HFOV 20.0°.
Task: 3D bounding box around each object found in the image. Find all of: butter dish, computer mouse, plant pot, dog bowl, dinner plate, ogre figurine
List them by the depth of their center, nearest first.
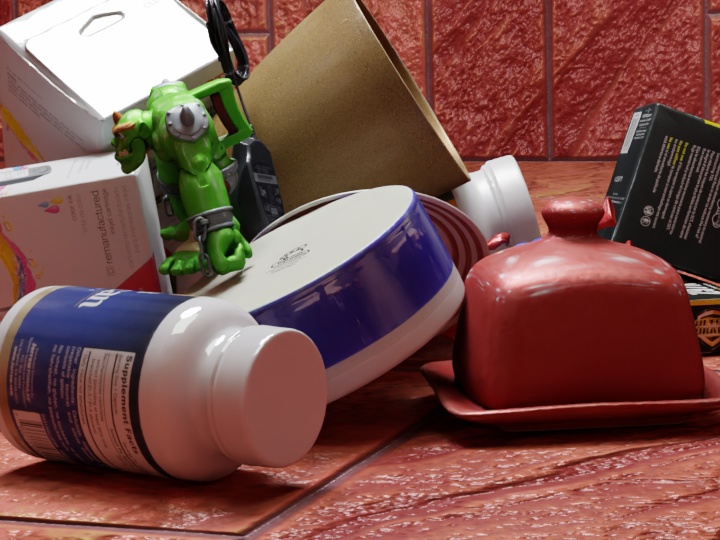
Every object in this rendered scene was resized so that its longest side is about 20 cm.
[{"bbox_3d":[0.146,0.024,1.400,0.198,0.149,0.199,-2,8,-5],"label":"butter dish"},{"bbox_3d":[-0.032,0.023,1.405,0.199,0.079,0.200,-26,14,7],"label":"dog bowl"},{"bbox_3d":[-0.123,-0.072,1.482,0.097,0.121,0.200,-9,16,10],"label":"ogre figurine"},{"bbox_3d":[-0.096,-0.110,1.557,0.034,0.202,0.059,-15,-8,17],"label":"computer mouse"},{"bbox_3d":[0.000,0.000,1.561,0.198,0.201,0.024,-3,49,-9],"label":"dinner plate"},{"bbox_3d":[-0.042,-0.098,1.645,0.199,0.187,0.186,-33,5,6],"label":"plant pot"}]

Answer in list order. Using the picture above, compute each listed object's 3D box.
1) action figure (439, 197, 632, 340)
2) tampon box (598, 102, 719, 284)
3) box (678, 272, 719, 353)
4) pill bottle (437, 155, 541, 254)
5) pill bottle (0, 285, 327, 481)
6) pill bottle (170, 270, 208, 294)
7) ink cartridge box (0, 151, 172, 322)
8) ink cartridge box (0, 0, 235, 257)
[{"bbox_3d":[0.117,0.006,1.617,0.199,0.066,0.052,-23,25,15],"label":"action figure"},{"bbox_3d":[0.319,-0.052,1.764,0.199,0.127,0.150,18,2,-1],"label":"tampon box"},{"bbox_3d":[0.213,0.034,1.699,0.158,0.050,0.200,-1,7,-12],"label":"box"},{"bbox_3d":[0.048,-0.023,1.735,0.199,0.117,0.116,-18,8,-1],"label":"pill bottle"},{"bbox_3d":[-0.122,0.069,1.250,0.199,0.112,0.111,4,9,35],"label":"pill bottle"},{"bbox_3d":[-0.200,-0.004,1.814,0.198,0.117,0.116,-2,7,-7],"label":"pill bottle"},{"bbox_3d":[-0.252,-0.002,1.578,0.198,0.149,0.086,-10,18,0],"label":"ink cartridge box"},{"bbox_3d":[-0.202,-0.119,1.704,0.145,0.201,0.144,-33,57,-30],"label":"ink cartridge box"}]
